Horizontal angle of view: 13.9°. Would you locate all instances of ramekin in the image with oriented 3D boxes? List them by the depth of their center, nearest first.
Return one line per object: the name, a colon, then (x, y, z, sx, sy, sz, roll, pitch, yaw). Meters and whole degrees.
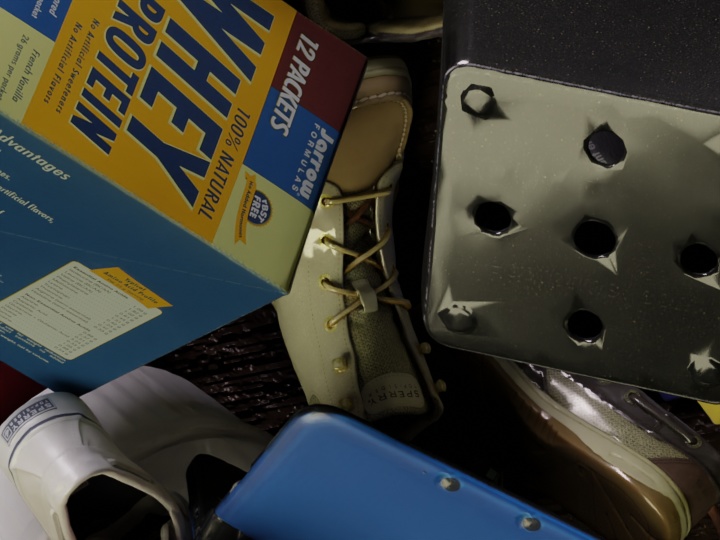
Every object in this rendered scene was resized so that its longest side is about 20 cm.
ramekin: (-0.131, 0.149, 1.619, 0.098, 0.200, 0.201, 38, 150, 42)

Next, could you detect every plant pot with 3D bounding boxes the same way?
plant pot: (0.115, -0.058, 1.230, 0.200, 0.177, 0.200, 13, 124, 13)

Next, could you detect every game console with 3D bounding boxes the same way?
game console: (0.026, 0.126, 1.487, 0.200, 0.171, 0.118, 28, 102, -13)

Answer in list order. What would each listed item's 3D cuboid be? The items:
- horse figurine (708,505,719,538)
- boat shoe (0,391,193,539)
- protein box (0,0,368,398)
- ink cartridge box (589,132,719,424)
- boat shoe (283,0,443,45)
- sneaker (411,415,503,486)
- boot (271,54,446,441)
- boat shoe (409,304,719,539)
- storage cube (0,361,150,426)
horse figurine: (0.172, 0.201, 1.525, 0.132, 0.200, 0.050, 37, 174, 9)
boat shoe: (-0.121, 0.137, 1.489, 0.065, 0.074, 0.200, 49, 180, 37)
protein box: (-0.143, -0.064, 1.377, 0.198, 0.135, 0.200, 32, 147, -23)
ink cartridge box: (0.153, -0.017, 1.408, 0.200, 0.047, 0.198, -22, 113, 46)
boat shoe: (-0.008, -0.141, 1.396, 0.200, 0.065, 0.073, -4, 127, 43)
sneaker: (0.062, 0.133, 1.604, 0.200, 0.078, 0.140, 41, 143, -3)
boot: (0.000, 0.000, 1.463, 0.200, 0.072, 0.155, 116, 142, -57)
boat shoe: (0.105, 0.073, 1.508, 0.200, 0.065, 0.073, 40, 146, 33)
storage cube: (-0.244, 0.049, 1.693, 0.200, 0.171, 0.180, 16, 136, 27)
